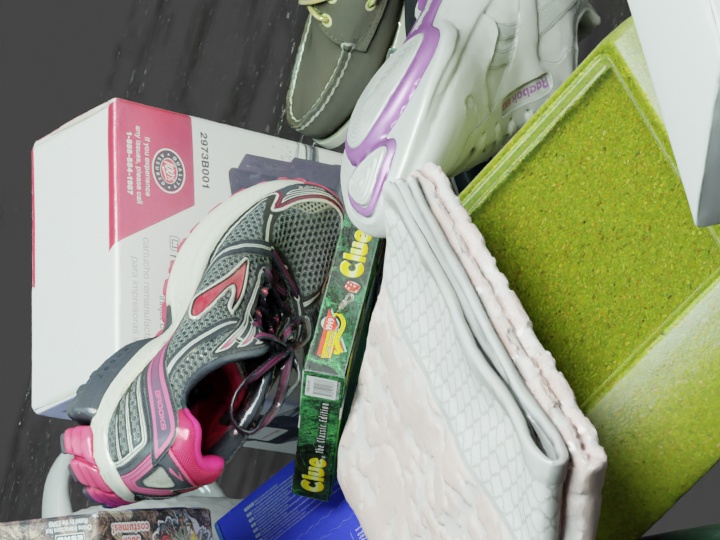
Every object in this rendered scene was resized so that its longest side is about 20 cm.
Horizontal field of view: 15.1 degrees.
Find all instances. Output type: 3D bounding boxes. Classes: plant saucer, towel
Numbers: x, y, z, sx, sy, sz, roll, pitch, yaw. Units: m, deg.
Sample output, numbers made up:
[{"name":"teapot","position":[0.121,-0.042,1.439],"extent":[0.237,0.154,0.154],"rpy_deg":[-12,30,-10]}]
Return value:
[{"name":"plant saucer","position":[0.101,0.001,1.152],"extent":[0.200,0.048,0.200],"rpy_deg":[-48,44,24]},{"name":"towel","position":[0.041,0.086,1.136],"extent":[0.200,0.032,0.191],"rpy_deg":[-117,27,-46]}]

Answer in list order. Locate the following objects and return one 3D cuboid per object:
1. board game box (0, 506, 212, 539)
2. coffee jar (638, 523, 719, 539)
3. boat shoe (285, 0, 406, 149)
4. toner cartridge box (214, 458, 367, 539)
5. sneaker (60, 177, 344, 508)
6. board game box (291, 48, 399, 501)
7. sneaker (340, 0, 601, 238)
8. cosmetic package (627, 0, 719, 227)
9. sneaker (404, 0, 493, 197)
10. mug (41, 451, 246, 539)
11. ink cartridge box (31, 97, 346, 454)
[{"name":"board game box","position":[-0.152,0.217,1.261],"extent":[0.159,0.097,0.200],"rpy_deg":[-10,82,28]},{"name":"coffee jar","position":[0.115,0.162,1.176],"extent":[0.200,0.085,0.104],"rpy_deg":[-7,75,54]},{"name":"boat shoe","position":[-0.001,-0.161,1.454],"extent":[0.072,0.060,0.202],"rpy_deg":[49,121,50]},{"name":"toner cartridge box","position":[0.028,0.104,1.295],"extent":[0.200,0.043,0.095],"rpy_deg":[-39,46,15]},{"name":"sneaker","position":[-0.055,0.035,1.260],"extent":[0.075,0.081,0.200],"rpy_deg":[-7,39,40]},{"name":"board game box","position":[0.000,0.000,1.299],"extent":[0.105,0.023,0.200],"rpy_deg":[100,-177,-52]},{"name":"sneaker","position":[0.059,-0.081,1.250],"extent":[0.075,0.100,0.200],"rpy_deg":[-36,20,49]},{"name":"cosmetic package","position":[0.200,-0.142,1.009],"extent":[0.123,0.199,0.200],"rpy_deg":[86,173,-59]},{"name":"sneaker","position":[0.062,-0.105,1.363],"extent":[0.083,0.072,0.200],"rpy_deg":[113,153,-62]},{"name":"mug","position":[-0.102,0.169,1.413],"extent":[0.148,0.175,0.200],"rpy_deg":[-51,43,35]},{"name":"ink cartridge box","position":[-0.062,0.009,1.377],"extent":[0.084,0.200,0.145],"rpy_deg":[-24,62,48]}]
